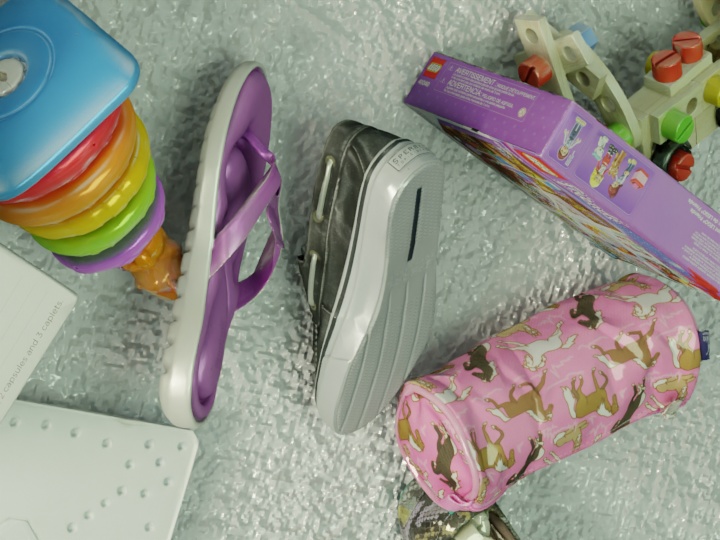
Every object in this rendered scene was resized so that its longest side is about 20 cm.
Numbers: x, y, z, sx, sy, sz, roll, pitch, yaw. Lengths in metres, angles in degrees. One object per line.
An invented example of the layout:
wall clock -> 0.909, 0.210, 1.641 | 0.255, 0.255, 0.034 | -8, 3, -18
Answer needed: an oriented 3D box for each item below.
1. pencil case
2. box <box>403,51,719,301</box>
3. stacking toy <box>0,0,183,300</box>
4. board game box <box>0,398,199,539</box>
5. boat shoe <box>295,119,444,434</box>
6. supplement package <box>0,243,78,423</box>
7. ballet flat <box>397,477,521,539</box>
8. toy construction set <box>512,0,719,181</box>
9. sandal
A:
pencil case -> 0.113, 0.073, 1.754 | 0.200, 0.086, 0.083 | -23, 137, -30
box -> 0.135, -0.050, 1.701 | 0.200, 0.137, 0.039 | 34, 85, -37
stacking toy -> -0.143, -0.043, 1.551 | 0.110, 0.116, 0.200 | -43, 138, -7
board game box -> -0.202, 0.166, 1.610 | 0.199, 0.026, 0.201 | 12, 98, -37
boat shoe -> 0.000, 0.000, 1.670 | 0.072, 0.071, 0.201 | -23, 138, -41
supplement package -> -0.279, 0.010, 1.430 | 0.200, 0.151, 0.152 | 35, 85, -36
ballet flat -> 0.088, 0.205, 1.794 | 0.072, 0.072, 0.201 | -44, 124, -15
toy construction set -> 0.186, -0.132, 1.736 | 0.200, 0.092, 0.131 | -26, 132, -20
sandal -> -0.064, -0.011, 1.602 | 0.082, 0.050, 0.204 | 29, 72, -77
